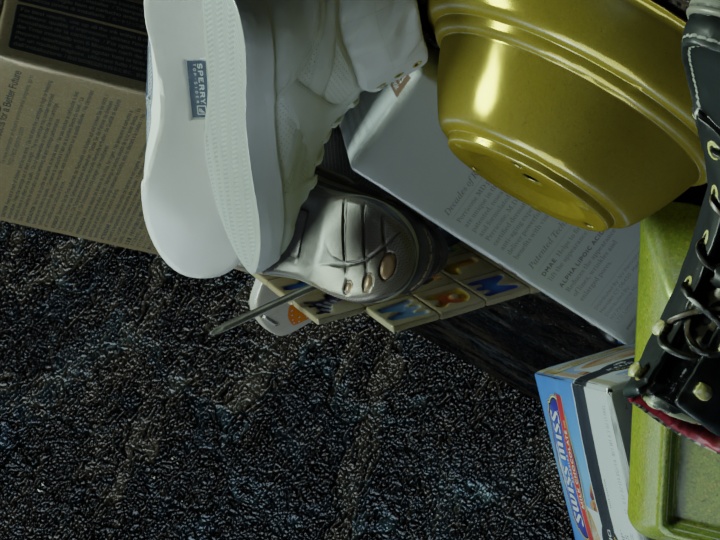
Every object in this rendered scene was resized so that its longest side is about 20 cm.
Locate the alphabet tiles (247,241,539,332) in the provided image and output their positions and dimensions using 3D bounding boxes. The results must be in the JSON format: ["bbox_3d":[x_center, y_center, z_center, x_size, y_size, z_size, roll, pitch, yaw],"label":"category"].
[{"bbox_3d":[0.035,-0.009,1.093,0.200,0.006,0.166,-15,-153,-27],"label":"alphabet tiles"}]

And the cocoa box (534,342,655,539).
[{"bbox_3d":[0.229,0.102,1.027,0.200,0.134,0.131,-15,-175,-12],"label":"cocoa box"}]

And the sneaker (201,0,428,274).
[{"bbox_3d":[-0.018,-0.083,0.864,0.074,0.115,0.200,56,156,31],"label":"sneaker"}]

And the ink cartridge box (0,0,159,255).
[{"bbox_3d":[-0.173,-0.097,1.104,0.164,0.075,0.200,14,150,-16],"label":"ink cartridge box"}]

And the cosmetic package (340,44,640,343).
[{"bbox_3d":[0.089,-0.049,0.974,0.200,0.074,0.102,30,-165,-15],"label":"cosmetic package"}]

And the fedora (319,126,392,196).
[{"bbox_3d":[-0.019,-0.081,1.129,0.176,0.091,0.200,-5,-169,19],"label":"fedora"}]

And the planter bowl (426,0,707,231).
[{"bbox_3d":[0.101,-0.075,0.825,0.200,0.084,0.200,29,174,3],"label":"planter bowl"}]

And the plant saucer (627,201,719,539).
[{"bbox_3d":[0.225,0.078,0.847,0.199,0.200,0.048,11,-153,26],"label":"plant saucer"}]

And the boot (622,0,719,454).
[{"bbox_3d":[0.160,-0.012,0.709,0.073,0.154,0.204,23,171,33],"label":"boot"}]

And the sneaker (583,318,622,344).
[{"bbox_3d":[0.197,0.013,1.097,0.078,0.090,0.200,30,174,-6],"label":"sneaker"}]

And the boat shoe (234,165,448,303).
[{"bbox_3d":[-0.032,-0.027,1.007,0.200,0.075,0.073,27,-166,37],"label":"boat shoe"}]

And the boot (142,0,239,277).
[{"bbox_3d":[-0.084,-0.101,0.958,0.073,0.200,0.090,5,-150,1],"label":"boot"}]

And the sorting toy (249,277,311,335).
[{"bbox_3d":[-0.062,-0.082,1.289,0.107,0.200,0.180,-15,152,17],"label":"sorting toy"}]

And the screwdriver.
[{"bbox_3d":[0.000,0.000,1.035,0.028,0.200,0.029,49,165,54],"label":"screwdriver"}]
